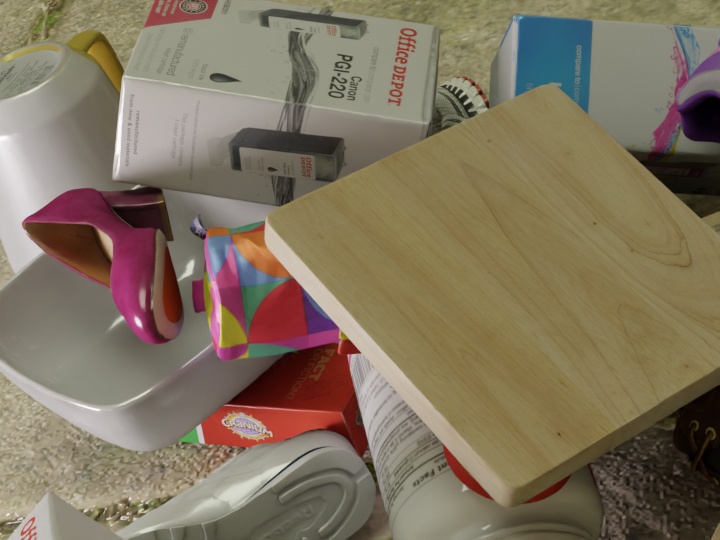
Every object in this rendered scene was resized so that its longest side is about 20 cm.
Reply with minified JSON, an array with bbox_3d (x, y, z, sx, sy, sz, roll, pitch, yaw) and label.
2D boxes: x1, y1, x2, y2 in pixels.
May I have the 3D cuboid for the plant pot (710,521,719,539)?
[{"bbox_3d":[0.264,0.170,0.852,0.200,0.093,0.201,-15,36,11],"label":"plant pot"}]

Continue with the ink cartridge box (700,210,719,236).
[{"bbox_3d":[0.292,0.007,1.014,0.200,0.075,0.165,-19,31,-37],"label":"ink cartridge box"}]

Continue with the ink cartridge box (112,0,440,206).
[{"bbox_3d":[-0.050,-0.111,1.223,0.200,0.085,0.146,10,34,-1],"label":"ink cartridge box"}]

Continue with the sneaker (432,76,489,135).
[{"bbox_3d":[0.069,-0.069,1.295,0.082,0.078,0.200,-22,34,2],"label":"sneaker"}]

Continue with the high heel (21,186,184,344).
[{"bbox_3d":[-0.162,0.002,1.134,0.096,0.068,0.200,-13,20,-3],"label":"high heel"}]

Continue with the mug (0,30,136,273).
[{"bbox_3d":[-0.238,-0.100,1.438,0.149,0.153,0.187,-26,34,-5],"label":"mug"}]

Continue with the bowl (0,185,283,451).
[{"bbox_3d":[-0.130,0.033,1.197,0.200,0.075,0.200,-39,38,-24],"label":"bowl"}]

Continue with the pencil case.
[{"bbox_3d":[0.000,0.000,1.082,0.200,0.089,0.088,-7,34,-5],"label":"pencil case"}]

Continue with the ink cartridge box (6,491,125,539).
[{"bbox_3d":[-0.186,0.229,0.940,0.200,0.084,0.146,-49,19,3],"label":"ink cartridge box"}]

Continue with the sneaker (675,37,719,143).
[{"bbox_3d":[0.248,-0.065,1.004,0.088,0.081,0.200,-37,50,-10],"label":"sneaker"}]

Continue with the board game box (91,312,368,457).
[{"bbox_3d":[-0.061,0.051,1.236,0.200,0.040,0.153,1,41,30],"label":"board game box"}]

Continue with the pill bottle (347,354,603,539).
[{"bbox_3d":[0.066,0.107,1.001,0.113,0.113,0.200,-19,51,5],"label":"pill bottle"}]

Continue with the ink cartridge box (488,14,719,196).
[{"bbox_3d":[0.185,-0.099,1.154,0.199,0.085,0.145,2,-6,-1],"label":"ink cartridge box"}]

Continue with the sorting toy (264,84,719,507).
[{"bbox_3d":[0.083,0.020,0.958,0.199,0.070,0.200,-26,58,-28],"label":"sorting toy"}]

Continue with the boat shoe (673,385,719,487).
[{"bbox_3d":[0.206,0.089,1.014,0.070,0.071,0.200,-9,25,-3],"label":"boat shoe"}]

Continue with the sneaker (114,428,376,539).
[{"bbox_3d":[-0.089,0.157,1.096,0.200,0.077,0.080,-24,23,-11],"label":"sneaker"}]
